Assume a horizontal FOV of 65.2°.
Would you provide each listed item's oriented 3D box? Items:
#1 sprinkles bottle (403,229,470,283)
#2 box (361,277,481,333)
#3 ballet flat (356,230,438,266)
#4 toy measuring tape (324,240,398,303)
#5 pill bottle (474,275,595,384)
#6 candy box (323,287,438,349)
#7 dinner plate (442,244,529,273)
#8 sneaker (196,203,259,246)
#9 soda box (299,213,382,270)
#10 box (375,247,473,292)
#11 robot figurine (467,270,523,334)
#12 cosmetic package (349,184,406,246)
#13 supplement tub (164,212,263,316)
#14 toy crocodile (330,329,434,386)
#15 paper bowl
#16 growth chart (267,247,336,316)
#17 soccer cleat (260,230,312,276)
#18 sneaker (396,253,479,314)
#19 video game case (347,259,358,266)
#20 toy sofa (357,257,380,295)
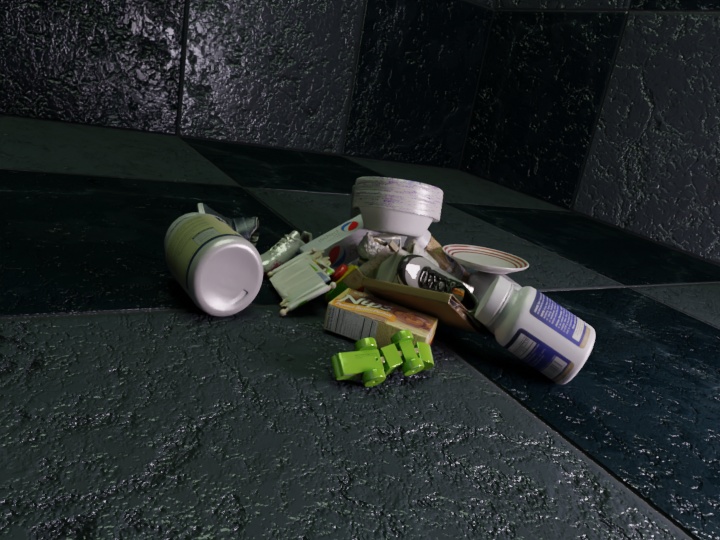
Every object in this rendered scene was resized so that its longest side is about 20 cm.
[{"bbox_3d":[0.188,-0.013,1.314,0.199,0.068,0.069,42,9,-18],"label":"sprinkles bottle"},{"bbox_3d":[0.117,0.066,1.080,0.195,0.022,0.163,12,-17,37],"label":"box"},{"bbox_3d":[0.089,-0.040,1.221,0.192,0.074,0.072,12,17,-12],"label":"ballet flat"},{"bbox_3d":[0.000,0.000,1.148,0.073,0.199,0.074,42,21,-21],"label":"toy measuring tape"},{"bbox_3d":[0.314,0.103,1.033,0.197,0.122,0.120,34,21,6],"label":"pill bottle"},{"bbox_3d":[0.041,0.099,1.056,0.193,0.057,0.115,17,17,15],"label":"candy box"},{"bbox_3d":[0.276,-0.024,1.257,0.192,0.025,0.201,9,16,-2],"label":"dinner plate"},{"bbox_3d":[-0.326,-0.110,1.386,0.141,0.079,0.203,-9,35,-22],"label":"sneaker"},{"bbox_3d":[-0.041,-0.059,1.318,0.196,0.070,0.063,-29,33,-17],"label":"soda box"},{"bbox_3d":[0.131,0.032,1.157,0.195,0.085,0.068,25,-9,-21],"label":"box"},{"bbox_3d":[0.296,0.069,1.214,0.163,0.117,0.200,-4,21,-16],"label":"robot figurine"},{"bbox_3d":[0.069,-0.146,1.549,0.161,0.174,0.200,4,5,-15],"label":"cosmetic package"},{"bbox_3d":[-0.282,-0.019,1.058,0.141,0.150,0.198,-3,23,-37],"label":"supplement tub"},{"bbox_3d":[0.040,0.147,0.915,0.194,0.062,0.069,-6,60,-31],"label":"toy crocodile"},{"bbox_3d":[0.078,-0.133,1.221,0.192,0.109,0.201,8,2,0],"label":"paper bowl"},{"bbox_3d":[-0.120,0.014,1.158,0.141,0.018,0.200,-25,29,-9],"label":"growth chart"},{"bbox_3d":[-0.179,-0.046,1.299,0.068,0.090,0.198,19,20,25],"label":"soccer cleat"},{"bbox_3d":[0.151,0.027,1.078,0.196,0.076,0.079,30,-11,-26],"label":"sneaker"},{"bbox_3d":[0.021,-0.023,1.461,0.193,0.024,0.182,3,20,-25],"label":"video game case"},{"bbox_3d":[0.059,0.010,1.287,0.095,0.086,0.199,20,20,16],"label":"toy sofa"}]
